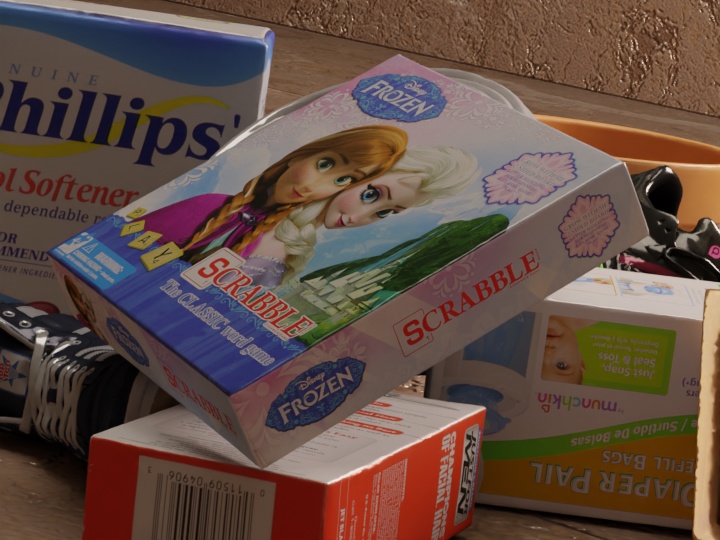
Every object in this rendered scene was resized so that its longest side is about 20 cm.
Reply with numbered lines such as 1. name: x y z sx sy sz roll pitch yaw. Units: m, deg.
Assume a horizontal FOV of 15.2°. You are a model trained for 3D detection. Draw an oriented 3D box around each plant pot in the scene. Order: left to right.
1. plant pot: 0.143 -0.021 1.788 0.200 0.140 0.200 8 9 -1

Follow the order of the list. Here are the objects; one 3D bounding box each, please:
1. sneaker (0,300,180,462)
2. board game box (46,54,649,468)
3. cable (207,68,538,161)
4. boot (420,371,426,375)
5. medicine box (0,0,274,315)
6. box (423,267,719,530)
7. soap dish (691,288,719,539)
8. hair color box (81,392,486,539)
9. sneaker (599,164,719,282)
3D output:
1. sneaker: -0.135 0.059 1.280 0.108 0.070 0.200 13 3 -1
2. board game box: -0.011 -0.012 1.185 0.199 0.041 0.200 -31 30 -18
3. cable: 0.004 -0.027 1.322 0.200 0.069 0.200 5 36 44
4. boot: 0.047 0.045 1.514 0.166 0.200 0.072 -20 -35 5
5. medicine box: -0.151 -0.048 1.513 0.182 0.200 0.103 8 9 -2
6. box: 0.133 0.062 1.366 0.200 0.113 0.101 7 11 1
7. soap dish: 0.251 0.089 1.240 0.200 0.081 0.157 8 46 1
8. hair color box: -0.029 0.095 1.192 0.111 0.064 0.200 9 11 21
9. sneaker: 0.171 0.013 1.493 0.077 0.084 0.200 49 18 -48
